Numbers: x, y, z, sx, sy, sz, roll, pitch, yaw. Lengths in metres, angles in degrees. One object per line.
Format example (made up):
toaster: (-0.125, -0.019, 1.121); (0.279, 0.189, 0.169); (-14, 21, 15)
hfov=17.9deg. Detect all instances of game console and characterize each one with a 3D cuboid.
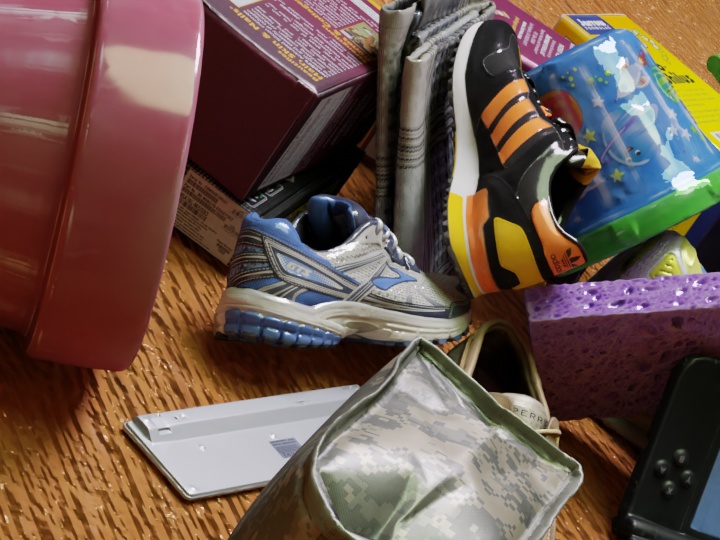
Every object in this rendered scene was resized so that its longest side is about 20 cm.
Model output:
game console: (0.262, 0.165, 1.338); (0.200, 0.176, 0.116); (22, -1, -26)

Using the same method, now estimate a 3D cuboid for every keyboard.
keyboard: (-0.044, 0.091, 1.219); (0.200, 0.011, 0.056); (-5, 50, -54)

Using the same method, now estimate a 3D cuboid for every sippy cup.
sippy cup: (0.160, -0.082, 1.484); (0.178, 0.140, 0.130); (-26, 91, -47)

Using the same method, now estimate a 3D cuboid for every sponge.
sponge: (0.201, 0.045, 1.370); (0.200, 0.112, 0.030); (-4, 52, 3)

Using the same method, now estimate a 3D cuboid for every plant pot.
plant pot: (-0.185, -0.062, 1.127); (0.179, 0.200, 0.200); (12, 29, -11)

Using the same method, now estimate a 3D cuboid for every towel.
towel: (0.052, -0.087, 1.456); (0.035, 0.200, 0.193); (7, 17, 20)

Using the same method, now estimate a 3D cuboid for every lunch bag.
lunch bag: (-0.008, 0.142, 0.978); (0.118, 0.164, 0.200); (40, 25, 6)

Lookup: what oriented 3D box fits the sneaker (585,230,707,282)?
sneaker: (0.208, 0.030, 1.532); (0.105, 0.076, 0.200); (48, 1, 0)

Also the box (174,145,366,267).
box: (-0.113, -0.097, 1.429); (0.200, 0.048, 0.193); (37, 26, 7)

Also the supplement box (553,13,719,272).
supplement box: (0.221, -0.097, 1.764); (0.200, 0.109, 0.110); (44, 27, 21)

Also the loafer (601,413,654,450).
loafer: (0.208, 0.087, 1.459); (0.200, 0.070, 0.075); (44, 26, 20)

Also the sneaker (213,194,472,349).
sneaker: (0.000, 0.000, 1.313); (0.077, 0.085, 0.200); (5, 3, 38)

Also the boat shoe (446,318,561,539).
boat shoe: (0.077, 0.096, 1.285); (0.074, 0.066, 0.200); (23, 27, -22)

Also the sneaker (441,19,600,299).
sneaker: (0.103, -0.072, 1.383); (0.070, 0.090, 0.200); (61, 27, -49)

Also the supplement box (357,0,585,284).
supplement box: (0.105, -0.103, 1.607); (0.200, 0.131, 0.103); (33, 24, -4)

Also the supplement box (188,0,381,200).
supplement box: (-0.053, -0.125, 1.399); (0.110, 0.086, 0.200); (39, 23, 8)
